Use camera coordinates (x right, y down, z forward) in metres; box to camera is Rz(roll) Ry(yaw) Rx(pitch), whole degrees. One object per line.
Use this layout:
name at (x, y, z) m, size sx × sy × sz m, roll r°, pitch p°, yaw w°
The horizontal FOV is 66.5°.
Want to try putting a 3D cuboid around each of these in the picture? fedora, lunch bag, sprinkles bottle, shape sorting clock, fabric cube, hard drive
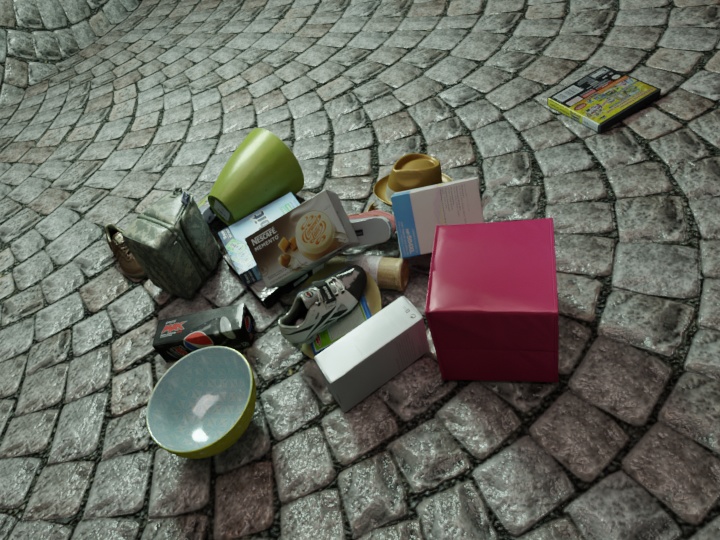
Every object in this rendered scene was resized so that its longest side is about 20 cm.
fedora at (0.125, -0.212, 1.256) m, size 0.195 × 0.083 × 0.203 m, roll -1°, pitch 37°, yaw 1°
lunch bag at (-0.413, -0.064, 1.245) m, size 0.137 × 0.202 × 0.169 m, roll 14°, pitch 55°, yaw 27°
sprinkles bottle at (0.000, 0.000, 1.141) m, size 0.195 × 0.069 × 0.069 m, roll 5°, pitch 50°, yaw 22°
shape sorting clock at (-0.049, 0.081, 1.080) m, size 0.195 × 0.039 × 0.205 m, roll -9°, pitch 63°, yaw 17°
fabric cube at (0.228, 0.055, 0.927) m, size 0.194 × 0.202 × 0.199 m, roll -3°, pitch 48°, yaw 18°
hard drive at (-0.211, -0.015, 1.247) m, size 0.139 × 0.038 × 0.199 m, roll -36°, pitch 47°, yaw -16°

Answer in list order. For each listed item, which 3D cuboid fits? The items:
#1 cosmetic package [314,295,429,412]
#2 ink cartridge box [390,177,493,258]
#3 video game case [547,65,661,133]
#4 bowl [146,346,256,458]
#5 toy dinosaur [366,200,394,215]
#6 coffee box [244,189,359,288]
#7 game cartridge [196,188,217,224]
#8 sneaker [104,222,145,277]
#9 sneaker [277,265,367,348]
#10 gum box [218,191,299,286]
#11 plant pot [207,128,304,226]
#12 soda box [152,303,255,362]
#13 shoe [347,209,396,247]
cosmetic package at (0.024, 0.148, 0.978) m, size 0.198 × 0.103 × 0.074 m, roll -32°, pitch 46°, yaw -13°
ink cartridge box at (0.171, -0.112, 1.114) m, size 0.195 × 0.128 × 0.129 m, roll -10°, pitch 9°, yaw 9°
video game case at (0.600, -0.430, 1.366) m, size 0.197 × 0.026 × 0.181 m, roll -30°, pitch 46°, yaw -11°
bowl at (-0.264, 0.249, 0.973) m, size 0.195 × 0.109 × 0.203 m, roll -9°, pitch 46°, yaw 9°
toy dinosaur at (0.033, -0.094, 1.223) m, size 0.195 × 0.061 × 0.108 m, roll -13°, pitch 47°, yaw 7°
coffee box at (-0.117, -0.061, 1.106) m, size 0.197 × 0.080 × 0.116 m, roll -27°, pitch 84°, yaw 14°
game cartridge at (-0.381, -0.171, 1.409) m, size 0.131 × 0.041 × 0.201 m, roll -16°, pitch 30°, yaw 41°
sneaker at (-0.594, -0.052, 1.381) m, size 0.070 × 0.076 × 0.198 m, roll -41°, pitch 49°, yaw -21°
sneaker at (-0.070, 0.058, 1.026) m, size 0.200 × 0.089 × 0.074 m, roll -44°, pitch 57°, yaw -6°
gum box at (-0.206, -0.076, 1.244) m, size 0.197 × 0.045 × 0.171 m, roll -30°, pitch 47°, yaw -9°
plant pot at (-0.267, -0.205, 1.333) m, size 0.185 × 0.189 × 0.201 m, roll 23°, pitch 58°, yaw 33°
soda box at (-0.321, 0.129, 1.134) m, size 0.195 × 0.064 × 0.072 m, roll -12°, pitch 46°, yaw 8°
shoe at (-0.018, -0.085, 1.169) m, size 0.195 × 0.073 × 0.091 m, roll -3°, pitch 11°, yaw 19°
